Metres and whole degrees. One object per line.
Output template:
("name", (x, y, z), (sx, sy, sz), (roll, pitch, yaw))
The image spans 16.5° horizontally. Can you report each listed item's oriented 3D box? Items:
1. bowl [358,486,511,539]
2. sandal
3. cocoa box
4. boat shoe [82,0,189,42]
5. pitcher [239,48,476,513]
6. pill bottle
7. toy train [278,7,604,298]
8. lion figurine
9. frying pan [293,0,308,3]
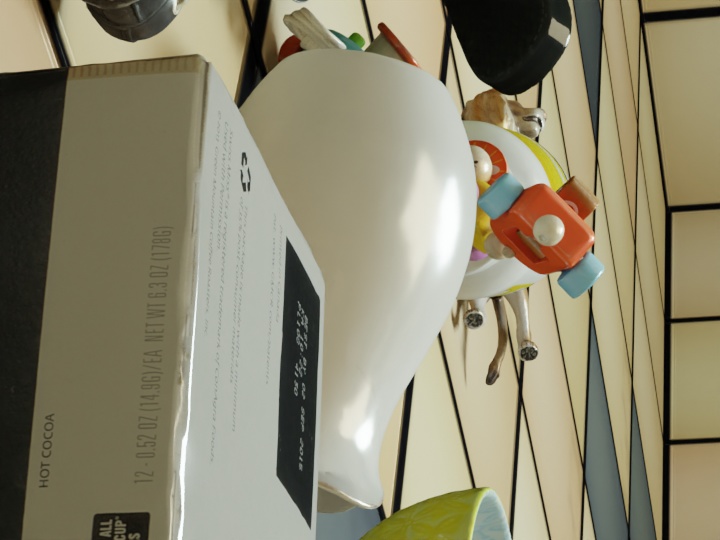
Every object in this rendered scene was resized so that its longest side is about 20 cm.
("bowl", (0.016, 0.205, 1.202), (0.200, 0.107, 0.201), (-3, 90, -79))
("sandal", (0.072, -0.166, 1.308), (0.048, 0.075, 0.201), (25, 39, -37))
("cocoa box", (-0.089, 0.067, 0.615), (0.133, 0.131, 0.200), (64, 24, -61))
("boat shoe", (-0.076, -0.180, 0.955), (0.060, 0.074, 0.200), (69, 24, -57))
("pitcher", (-0.019, 0.015, 1.122), (0.172, 0.121, 0.200), (122, -21, -74))
("pill bottle", (0.070, -0.037, 1.549), (0.200, 0.111, 0.112), (-5, 91, -80))
("toy train", (0.047, -0.069, 1.254), (0.200, 0.056, 0.150), (44, -12, 0))
("lion figurine", (0.096, -0.028, 1.828), (0.123, 0.072, 0.200), (-100, -167, -55))
("frying pan", (-0.039, -0.193, 1.216), (0.190, 0.031, 0.115), (-57, 133, -70))
